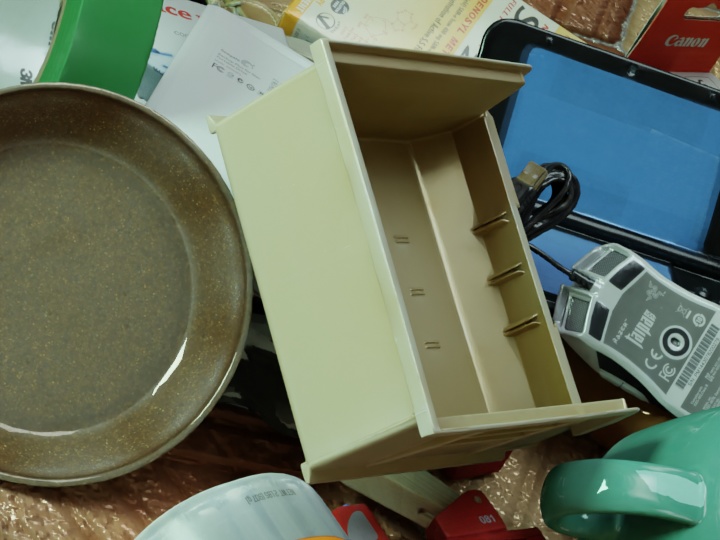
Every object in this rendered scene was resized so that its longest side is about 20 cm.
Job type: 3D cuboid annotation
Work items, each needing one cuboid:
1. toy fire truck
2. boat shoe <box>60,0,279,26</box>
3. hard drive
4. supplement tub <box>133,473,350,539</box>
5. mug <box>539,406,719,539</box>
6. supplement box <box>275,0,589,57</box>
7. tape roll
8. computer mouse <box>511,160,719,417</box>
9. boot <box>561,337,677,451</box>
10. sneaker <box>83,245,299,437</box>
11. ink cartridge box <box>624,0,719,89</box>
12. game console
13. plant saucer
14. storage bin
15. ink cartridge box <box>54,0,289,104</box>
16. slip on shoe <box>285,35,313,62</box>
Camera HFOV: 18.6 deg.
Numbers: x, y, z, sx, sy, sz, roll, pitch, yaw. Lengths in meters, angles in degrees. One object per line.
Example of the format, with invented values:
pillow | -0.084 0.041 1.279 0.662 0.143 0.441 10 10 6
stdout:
toy fire truck | 0.034 0.128 1.182 0.199 0.049 0.141 -2 44 -41
boat shoe | -0.121 -0.166 1.439 0.199 0.063 0.073 -6 47 -46
hard drive | -0.059 -0.066 1.231 0.131 0.026 0.200 30 35 -6
supplement tub | -0.022 0.199 0.965 0.122 0.123 0.200 -5 47 -45
mug | 0.199 0.151 1.178 0.184 0.114 0.153 -16 86 -41
supplement box | 0.051 -0.137 1.465 0.199 0.074 0.126 33 55 2
tape roll | -0.170 -0.147 1.238 0.048 0.201 0.201 12 36 -28
computer mouse | 0.148 0.028 1.277 0.200 0.044 0.110 36 74 -2
boot | 0.114 0.069 1.319 0.154 0.074 0.200 10 28 -33
sneaker | -0.086 0.033 1.203 0.199 0.081 0.086 25 16 -21
ink cartridge box | 0.204 -0.095 1.495 0.109 0.201 0.050 -4 46 -44
game console | 0.156 -0.045 1.352 0.199 0.117 0.176 17 28 -11
plant saucer | -0.154 0.008 1.103 0.199 0.202 0.037 24 -12 -13
storage bin | 0.038 -0.003 1.143 0.198 0.093 0.201 -1 70 -50
ink cartridge box | -0.104 -0.073 1.303 0.146 0.086 0.201 13 39 -28
slip on shoe | -0.012 -0.078 1.414 0.200 0.076 0.061 37 47 -1
